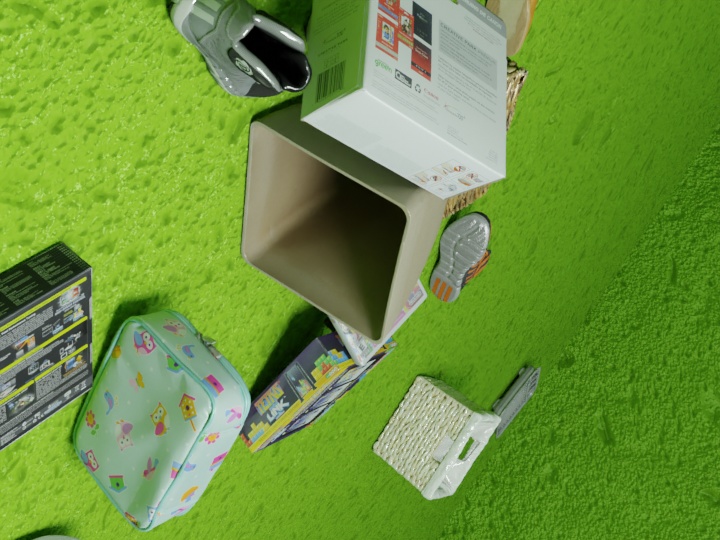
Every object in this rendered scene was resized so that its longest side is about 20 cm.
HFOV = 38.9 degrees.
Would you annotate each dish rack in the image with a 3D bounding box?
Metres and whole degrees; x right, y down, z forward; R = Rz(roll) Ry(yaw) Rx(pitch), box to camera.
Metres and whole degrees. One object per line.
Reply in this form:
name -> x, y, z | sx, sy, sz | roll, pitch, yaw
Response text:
dish rack -> 0.421, 0.356, 2.817 | 0.200, 0.043, 0.173 | -48, 158, -22

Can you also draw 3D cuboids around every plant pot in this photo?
plant pot -> 0.003, -0.083, 1.125 | 0.177, 0.198, 0.202 | -44, 156, -39

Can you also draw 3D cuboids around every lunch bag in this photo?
lunch bag -> -0.207, 0.145, 1.042 | 0.077, 0.160, 0.202 | -7, 134, -55

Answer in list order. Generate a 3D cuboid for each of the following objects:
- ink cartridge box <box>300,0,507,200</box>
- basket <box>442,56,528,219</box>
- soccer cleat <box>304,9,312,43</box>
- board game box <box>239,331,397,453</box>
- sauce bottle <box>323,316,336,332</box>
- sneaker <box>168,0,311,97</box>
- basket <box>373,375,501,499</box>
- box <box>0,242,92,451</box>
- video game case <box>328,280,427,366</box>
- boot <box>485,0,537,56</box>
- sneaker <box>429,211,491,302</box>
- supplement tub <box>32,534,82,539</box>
ink cartridge box -> 0.049, -0.191, 0.964 | 0.198, 0.083, 0.179 | 25, 61, -39
basket -> 0.086, -0.182, 1.235 | 0.142, 0.149, 0.202 | -29, 149, -36
soccer cleat -> 0.013, -0.298, 0.996 | 0.068, 0.073, 0.202 | -15, 134, -59
board game box -> -0.063, 0.157, 1.418 | 0.200, 0.057, 0.164 | -45, 164, 27
sauce bottle -> 0.021, 0.006, 1.452 | 0.201, 0.066, 0.066 | -54, 159, 5
sneaker -> -0.082, -0.180, 0.901 | 0.076, 0.115, 0.200 | -56, 158, 3
basket -> 0.157, 0.335, 2.069 | 0.200, 0.160, 0.200 | -57, 158, 3
box -> -0.318, 0.089, 0.873 | 0.199, 0.044, 0.162 | -38, 151, -40
video game case -> 0.000, 0.000, 1.311 | 0.143, 0.018, 0.202 | -44, 120, -27
boot -> 0.235, -0.393, 1.335 | 0.144, 0.070, 0.203 | -39, 148, -30
sneaker -> 0.184, -0.044, 1.734 | 0.112, 0.077, 0.201 | -42, 165, -41
supplement tub -> -0.351, 0.409, 1.115 | 0.144, 0.144, 0.202 | -7, 127, -62
